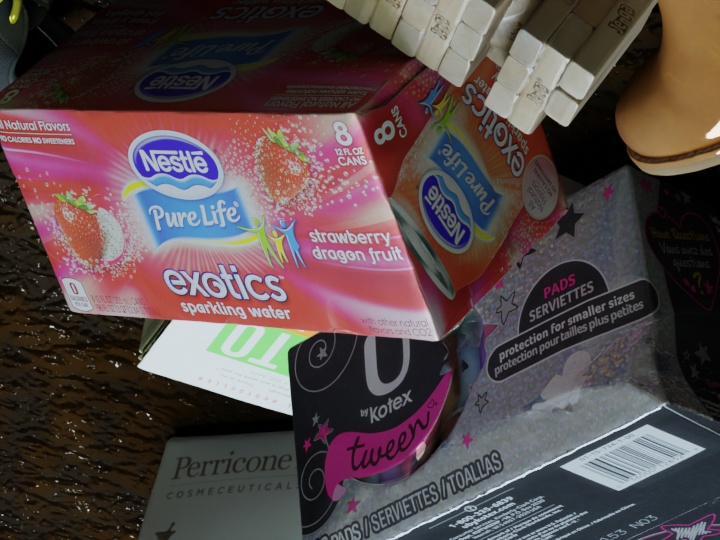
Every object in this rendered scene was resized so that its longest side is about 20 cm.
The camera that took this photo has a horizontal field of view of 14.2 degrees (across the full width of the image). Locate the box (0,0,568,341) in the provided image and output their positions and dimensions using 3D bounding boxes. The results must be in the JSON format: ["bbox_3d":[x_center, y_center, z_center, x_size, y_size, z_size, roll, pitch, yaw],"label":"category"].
[{"bbox_3d":[-0.034,-0.043,1.104,0.199,0.095,0.100,4,125,41],"label":"box"}]

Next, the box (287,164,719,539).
[{"bbox_3d":[0.083,0.058,1.207,0.132,0.115,0.200,23,139,-40],"label":"box"}]

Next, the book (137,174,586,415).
[{"bbox_3d":[0.000,0.000,1.267,0.133,0.048,0.200,21,144,-15],"label":"book"}]

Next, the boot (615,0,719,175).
[{"bbox_3d":[0.109,-0.121,1.014,0.155,0.077,0.200,29,146,-18],"label":"boot"}]

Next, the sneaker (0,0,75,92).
[{"bbox_3d":[-0.167,-0.125,1.133,0.084,0.075,0.200,-2,152,14],"label":"sneaker"}]

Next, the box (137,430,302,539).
[{"bbox_3d":[0.009,0.197,1.428,0.198,0.172,0.200,-6,141,28],"label":"box"}]

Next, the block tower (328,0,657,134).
[{"bbox_3d":[0.005,-0.126,1.007,0.200,0.058,0.054,35,150,6],"label":"block tower"}]
